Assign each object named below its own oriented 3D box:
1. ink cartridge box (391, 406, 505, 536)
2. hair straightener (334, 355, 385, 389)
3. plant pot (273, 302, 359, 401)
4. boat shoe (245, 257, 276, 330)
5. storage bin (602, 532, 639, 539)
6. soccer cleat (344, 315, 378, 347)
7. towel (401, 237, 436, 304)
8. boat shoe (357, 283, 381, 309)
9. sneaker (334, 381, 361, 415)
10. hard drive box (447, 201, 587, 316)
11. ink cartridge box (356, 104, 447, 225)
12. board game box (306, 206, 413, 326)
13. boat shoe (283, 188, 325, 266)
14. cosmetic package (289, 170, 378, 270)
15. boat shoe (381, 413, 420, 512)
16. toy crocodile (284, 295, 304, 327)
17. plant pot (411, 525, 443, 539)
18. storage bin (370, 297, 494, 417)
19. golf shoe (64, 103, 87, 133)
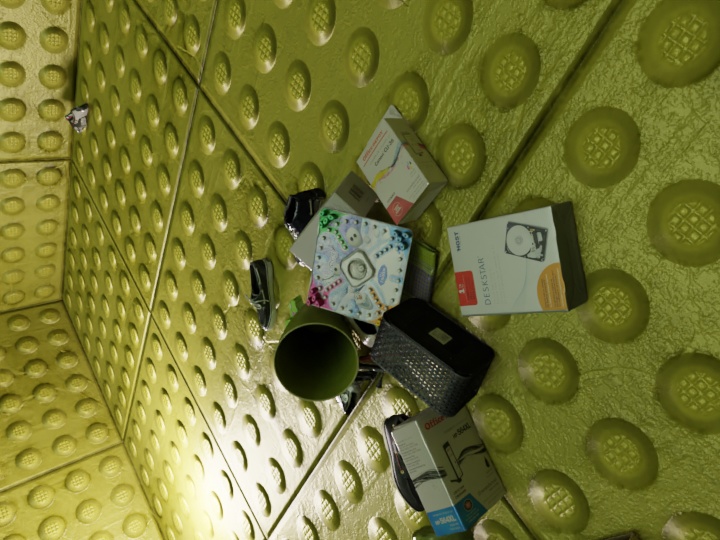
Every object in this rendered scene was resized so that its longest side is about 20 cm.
[{"bbox_3d":[0.166,0.362,1.001,0.084,0.143,0.205,-37,73,45],"label":"ink cartridge box"},{"bbox_3d":[0.023,0.226,1.170,0.195,0.040,0.080,-12,86,32],"label":"hair straightener"},{"bbox_3d":[-0.096,0.153,1.195,0.201,0.180,0.193,-96,14,-66],"label":"plant pot"},{"bbox_3d":[-0.278,0.072,1.468,0.072,0.067,0.207,19,114,42],"label":"boat shoe"},{"bbox_3d":[0.353,0.529,0.810,0.094,0.198,0.201,46,132,5],"label":"storage bin"},{"bbox_3d":[-0.015,0.077,1.169,0.203,0.067,0.086,56,166,17],"label":"soccer cleat"},{"bbox_3d":[0.089,0.030,1.093,0.142,0.022,0.207,32,122,39],"label":"towel"},{"bbox_3d":[0.000,0.000,1.142,0.072,0.069,0.200,-59,44,16],"label":"boat shoe"},{"bbox_3d":[-0.067,0.304,1.296,0.199,0.074,0.118,-37,76,44],"label":"sneaker"},{"bbox_3d":[0.251,-0.013,0.867,0.197,0.075,0.162,-10,92,48],"label":"hard drive box"},{"bbox_3d":[0.067,-0.208,1.024,0.203,0.066,0.117,58,134,19],"label":"ink cartridge box"},{"bbox_3d":[-0.008,-0.002,1.047,0.193,0.026,0.207,15,107,15],"label":"board game box"},{"bbox_3d":[-0.149,-0.098,1.267,0.074,0.091,0.206,34,123,35],"label":"boat shoe"},{"bbox_3d":[-0.060,-0.102,1.136,0.084,0.109,0.200,38,131,-7],"label":"cosmetic package"},{"bbox_3d":[0.104,0.411,1.134,0.063,0.072,0.208,-35,70,53],"label":"boat shoe"},{"bbox_3d":[-0.150,0.166,1.356,0.060,0.067,0.208,3,104,26],"label":"toy crocodile"},{"bbox_3d":[0.178,0.609,1.041,0.198,0.195,0.197,-30,67,46],"label":"plant pot"},{"bbox_3d":[0.131,0.153,0.980,0.197,0.133,0.096,34,122,28],"label":"storage bin"},{"bbox_3d":[-1.224,-0.672,2.321,0.197,0.077,0.090,-5,116,50],"label":"golf shoe"}]
